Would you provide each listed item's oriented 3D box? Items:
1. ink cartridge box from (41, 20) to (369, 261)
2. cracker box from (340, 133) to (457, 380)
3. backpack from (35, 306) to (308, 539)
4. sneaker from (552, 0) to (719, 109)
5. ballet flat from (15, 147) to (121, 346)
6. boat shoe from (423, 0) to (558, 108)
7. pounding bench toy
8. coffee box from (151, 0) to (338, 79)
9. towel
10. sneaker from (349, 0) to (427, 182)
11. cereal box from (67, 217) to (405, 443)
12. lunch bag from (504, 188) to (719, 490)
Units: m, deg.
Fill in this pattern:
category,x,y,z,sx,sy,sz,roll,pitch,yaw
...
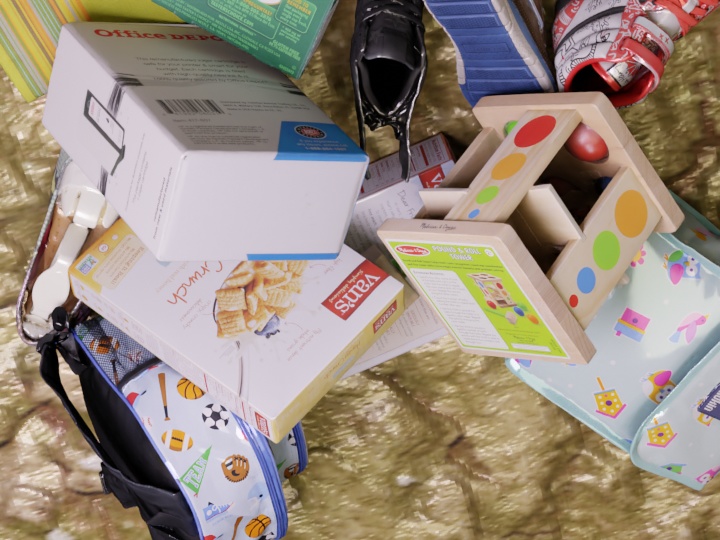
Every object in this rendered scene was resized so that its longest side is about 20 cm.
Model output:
category,x,y,z,sx,sy,sz,roll,pitch,yaw
ink cartridge box,-0.110,-0.090,1.551,0.145,0.200,0.085,-1,120,-33
cracker box,0.000,0.000,1.709,0.199,0.058,0.134,-23,117,5
backpack,-0.123,0.124,1.664,0.154,0.191,0.200,-27,138,-8
sneaker,0.221,-0.181,1.583,0.201,0.108,0.067,-26,127,30
ballet flat,-0.205,-0.029,1.659,0.069,0.071,0.201,22,112,-3
boat shoe,0.104,-0.175,1.617,0.072,0.073,0.200,6,149,24
pounding bench toy,0.100,-0.039,1.614,0.156,0.200,0.124,-53,123,-26
coffee box,-0.054,-0.236,1.523,0.123,0.044,0.200,28,130,3
towel,-0.171,-0.197,1.612,0.199,0.018,0.086,-26,123,5
sneaker,0.024,-0.172,1.598,0.060,0.104,0.201,4,116,-7
cereal box,-0.087,0.014,1.610,0.144,0.200,0.040,-46,155,-24
lunch bag,0.234,0.053,1.712,0.200,0.122,0.171,38,109,-3
